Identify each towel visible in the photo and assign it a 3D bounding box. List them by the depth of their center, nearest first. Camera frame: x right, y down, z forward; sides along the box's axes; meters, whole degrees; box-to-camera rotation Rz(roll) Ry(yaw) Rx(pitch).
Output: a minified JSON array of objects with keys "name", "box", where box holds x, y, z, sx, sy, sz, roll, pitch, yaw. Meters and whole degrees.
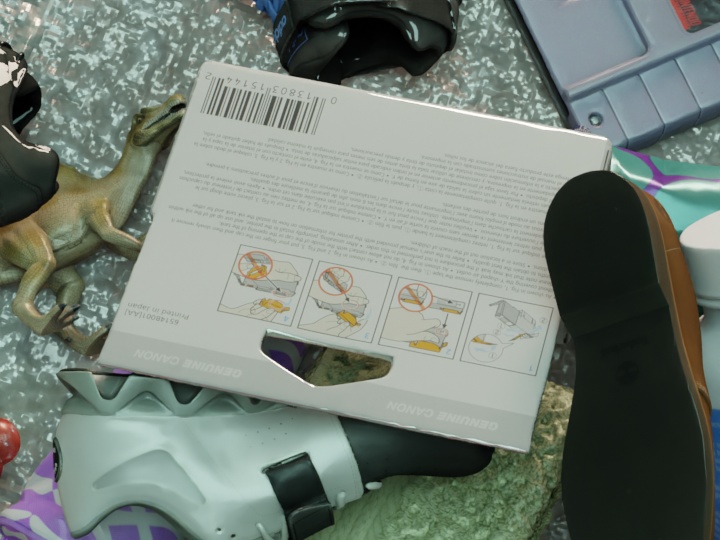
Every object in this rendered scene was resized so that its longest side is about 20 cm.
[{"name":"towel","box":[0.010,0.115,1.219,0.148,0.037,0.201,22,62,21]}]

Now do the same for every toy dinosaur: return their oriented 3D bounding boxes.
[{"name":"toy dinosaur","box":[-0.157,-0.007,1.294,0.199,0.058,0.101,-30,60,-9]}]

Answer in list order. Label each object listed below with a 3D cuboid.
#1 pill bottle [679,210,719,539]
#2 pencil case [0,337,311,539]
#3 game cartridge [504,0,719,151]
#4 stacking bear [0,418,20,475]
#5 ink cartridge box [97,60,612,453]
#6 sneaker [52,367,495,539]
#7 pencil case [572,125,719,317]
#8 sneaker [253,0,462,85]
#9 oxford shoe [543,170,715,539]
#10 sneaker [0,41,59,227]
[{"name":"pill bottle","box":[0.205,0.072,1.209,0.111,0.112,0.201,-17,104,-8]},{"name":"pencil case","box":[-0.092,0.063,1.253,0.085,0.084,0.201,17,65,43]},{"name":"game cartridge","box":[0.133,-0.165,1.360,0.129,0.038,0.201,-24,76,-6]},{"name":"stacking bear","box":[-0.260,0.062,1.232,0.199,0.114,0.122,28,73,1]},{"name":"ink cartridge box","box":[0.000,0.000,1.198,0.198,0.045,0.177,11,57,10]},{"name":"sneaker","box":[-0.039,0.095,1.182,0.198,0.074,0.089,3,82,-2]},{"name":"pencil case","box":[0.194,-0.013,1.289,0.198,0.093,0.086,8,109,-2]},{"name":"sneaker","box":[-0.044,-0.149,1.321,0.198,0.077,0.112,7,66,-5]},{"name":"oxford shoe","box":[0.129,0.059,1.145,0.071,0.071,0.202,-10,77,31]},{"name":"sneaker","box":[-0.207,-0.094,1.292,0.090,0.076,0.201,-17,62,-16]}]
